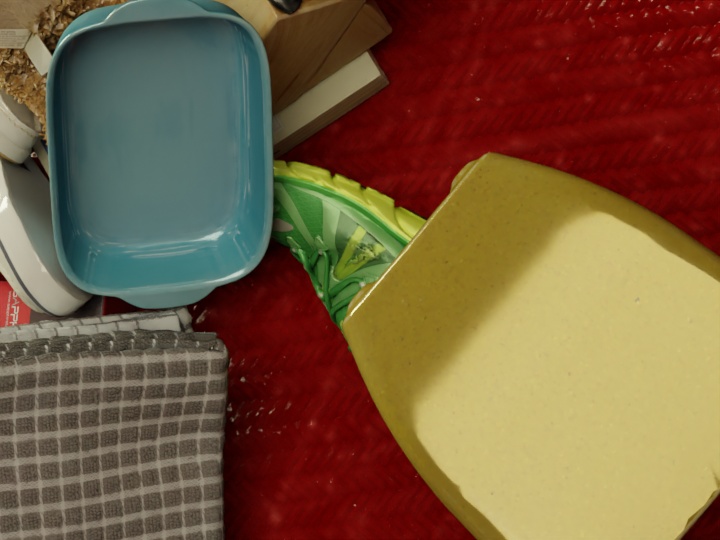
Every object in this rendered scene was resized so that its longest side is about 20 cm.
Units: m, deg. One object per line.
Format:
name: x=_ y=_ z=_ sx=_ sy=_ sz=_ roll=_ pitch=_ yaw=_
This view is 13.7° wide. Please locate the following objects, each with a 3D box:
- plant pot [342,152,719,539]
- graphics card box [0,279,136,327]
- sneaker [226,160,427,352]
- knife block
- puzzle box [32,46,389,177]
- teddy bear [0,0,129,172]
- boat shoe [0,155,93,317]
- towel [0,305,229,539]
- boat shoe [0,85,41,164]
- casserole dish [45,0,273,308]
plant pot: x=0.102 y=0.046 z=1.540 sx=0.200 sy=0.196 sz=0.194 roll=41 pitch=92 yaw=3
graphics card box: x=-0.234 y=0.067 z=1.722 sx=0.199 sy=0.051 sz=0.126 roll=3 pitch=82 yaw=16
sneaker: x=0.000 y=0.000 z=1.658 sx=0.199 sy=0.074 sz=0.084 roll=28 pitch=85 yaw=17
knife block: x=-0.056 y=-0.148 z=1.618 sx=0.199 sy=0.176 sz=0.064 roll=-34 pitch=73 yaw=7
puzzle box: x=-0.099 y=-0.110 z=1.728 sx=0.199 sy=0.025 sz=0.133 roll=-32 pitch=75 yaw=8
teddy bear: x=-0.186 y=-0.146 z=1.645 sx=0.199 sy=0.067 sz=0.146 roll=25 pitch=102 yaw=4
boat shoe: x=-0.216 y=-0.036 z=1.704 sx=0.066 sy=0.072 sz=0.200 roll=-43 pitch=56 yaw=12
towel: x=-0.161 y=0.113 z=1.612 sx=0.199 sy=0.085 sz=0.167 roll=-6 pitch=98 yaw=-25
boat shoe: x=-0.213 y=-0.154 z=1.720 sx=0.069 sy=0.071 sz=0.201 roll=-30 pitch=60 yaw=14
casserole dish: x=-0.109 y=-0.069 z=1.609 sx=0.120 sy=0.201 sz=0.039 roll=-6 pitch=37 yaw=-8
